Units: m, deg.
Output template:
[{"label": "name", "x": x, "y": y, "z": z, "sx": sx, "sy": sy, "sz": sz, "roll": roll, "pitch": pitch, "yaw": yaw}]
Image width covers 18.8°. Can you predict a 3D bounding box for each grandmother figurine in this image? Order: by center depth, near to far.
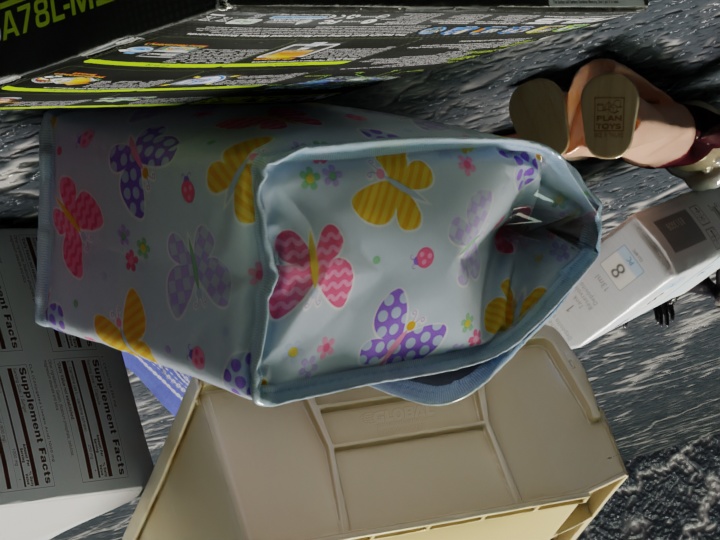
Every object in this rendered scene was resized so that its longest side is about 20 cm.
[{"label": "grandmother figurine", "x": 0.162, "y": -0.077, "z": 1.186, "sx": 0.121, "sy": 0.061, "sz": 0.200, "roll": 8, "pitch": -177, "yaw": 28}]

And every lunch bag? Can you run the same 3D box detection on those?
[{"label": "lunch bag", "x": -0.015, "y": -0.013, "z": 0.950, "sx": 0.200, "sy": 0.127, "sz": 0.170, "roll": -9, "pitch": -164, "yaw": -41}]

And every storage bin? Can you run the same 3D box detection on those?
[{"label": "storage bin", "x": 0.002, "y": 0.123, "z": 1.080, "sx": 0.198, "sy": 0.094, "sz": 0.200, "roll": -7, "pitch": 152, "yaw": -22}]

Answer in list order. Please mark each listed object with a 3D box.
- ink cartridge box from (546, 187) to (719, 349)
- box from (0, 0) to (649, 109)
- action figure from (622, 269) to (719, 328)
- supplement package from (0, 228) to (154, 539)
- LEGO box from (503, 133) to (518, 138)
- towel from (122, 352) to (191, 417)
[{"label": "ink cartridge box", "x": 0.132, "y": 0.028, "z": 1.286, "sx": 0.200, "sy": 0.047, "sz": 0.160, "roll": -42, "pitch": 170, "yaw": 29}, {"label": "box", "x": -0.032, "y": -0.094, "z": 0.783, "sx": 0.200, "sy": 0.048, "sz": 0.193, "roll": -6, "pitch": 180, "yaw": -40}, {"label": "action figure", "x": 0.275, "y": -0.007, "z": 1.525, "sx": 0.119, "sy": 0.102, "sz": 0.200, "roll": 13, "pitch": 152, "yaw": -43}, {"label": "supplement package", "x": -0.249, "y": 0.077, "z": 1.092, "sx": 0.191, "sy": 0.147, "sz": 0.200, "roll": -26, "pitch": 164, "yaw": 37}, {"label": "LEGO box", "x": 0.000, "y": 0.000, "z": 1.245, "sx": 0.200, "sy": 0.077, "sz": 0.149, "roll": -14, "pitch": 167, "yaw": -9}, {"label": "towel", "x": -0.096, "y": 0.065, "z": 1.230, "sx": 0.024, "sy": 0.145, "sz": 0.200, "roll": -45, "pitch": -178, "yaw": -13}]
